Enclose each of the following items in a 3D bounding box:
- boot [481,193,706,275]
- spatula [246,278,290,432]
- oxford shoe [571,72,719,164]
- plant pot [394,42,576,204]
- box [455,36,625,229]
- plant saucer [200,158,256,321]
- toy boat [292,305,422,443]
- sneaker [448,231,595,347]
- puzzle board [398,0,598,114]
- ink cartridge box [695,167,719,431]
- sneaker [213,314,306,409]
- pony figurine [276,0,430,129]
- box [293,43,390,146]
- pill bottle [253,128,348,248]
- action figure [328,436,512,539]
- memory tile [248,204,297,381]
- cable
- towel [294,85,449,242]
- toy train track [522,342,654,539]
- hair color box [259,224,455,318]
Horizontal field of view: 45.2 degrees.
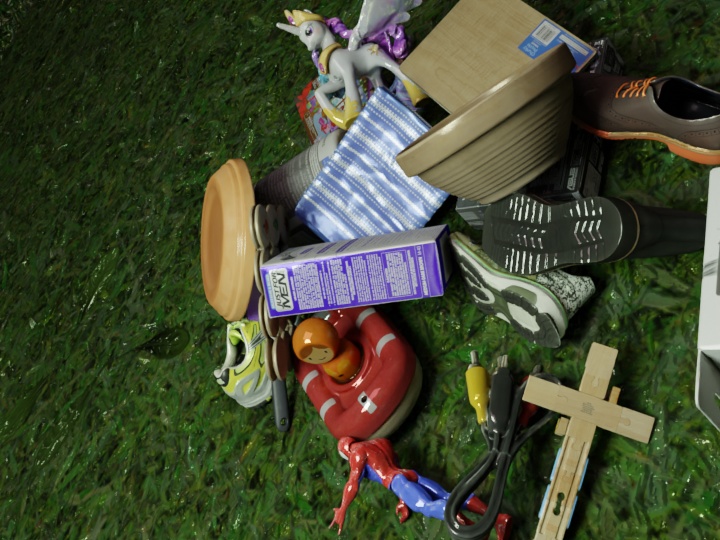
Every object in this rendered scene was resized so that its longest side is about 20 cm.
[{"bbox_3d":[0.222,-0.032,0.831,0.199,0.136,0.079,13,101,60],"label":"boot"},{"bbox_3d":[-0.109,0.098,1.072,0.021,0.056,0.203,-33,62,55],"label":"spatula"},{"bbox_3d":[0.278,-0.170,0.850,0.198,0.073,0.072,21,71,31],"label":"oxford shoe"},{"bbox_3d":[0.139,-0.131,0.863,0.199,0.093,0.201,-33,7,5],"label":"plant pot"},{"bbox_3d":[0.201,-0.150,0.969,0.156,0.050,0.203,-6,59,42],"label":"box"},{"bbox_3d":[-0.169,-0.038,1.078,0.200,0.037,0.204,-179,90,-69],"label":"plant saucer"},{"bbox_3d":[-0.023,0.097,0.956,0.131,0.130,0.200,-49,40,6],"label":"toy boat"},{"bbox_3d":[0.166,0.005,0.901,0.088,0.078,0.200,-31,38,-15],"label":"sneaker"},{"bbox_3d":[0.153,-0.238,0.994,0.151,0.017,0.200,-46,54,4],"label":"puzzle board"},{"bbox_3d":[0.319,0.029,0.681,0.066,0.115,0.203,-7,59,39],"label":"ink cartridge box"},{"bbox_3d":[-0.126,0.072,1.116,0.075,0.076,0.203,-12,53,41],"label":"sneaker"},{"bbox_3d":[0.009,-0.275,1.115,0.202,0.191,0.167,63,156,21],"label":"pony figurine"},{"bbox_3d":[-0.018,-0.231,1.247,0.136,0.039,0.201,-39,43,16],"label":"box"},{"bbox_3d":[-0.075,-0.090,1.148,0.198,0.113,0.115,-28,46,26],"label":"pill bottle"},{"bbox_3d":[0.044,0.234,0.843,0.199,0.065,0.101,28,111,38],"label":"action figure"},{"bbox_3d":[-0.098,0.022,1.030,0.016,0.153,0.204,-6,92,9],"label":"memory tile"},{"bbox_3d":[0.134,0.162,0.803,0.095,0.051,0.202,9,58,10],"label":"cable"},{"bbox_3d":[0.019,-0.096,1.025,0.201,0.145,0.024,-51,-7,29],"label":"towel"},{"bbox_3d":[0.189,0.165,0.772,0.113,0.033,0.203,18,80,12],"label":"toy train track"},{"bbox_3d":[0.000,0.000,0.963,0.196,0.109,0.066,-6,100,15],"label":"hair color box"}]
